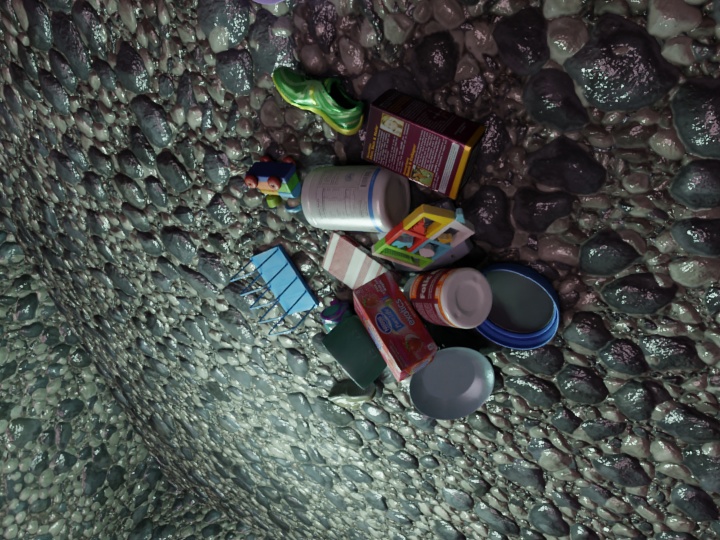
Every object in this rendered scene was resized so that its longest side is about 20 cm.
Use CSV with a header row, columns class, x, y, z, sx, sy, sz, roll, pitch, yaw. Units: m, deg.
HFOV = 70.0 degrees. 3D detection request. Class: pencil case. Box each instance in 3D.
class,x,y,z,sx,sy,sz,roll,pitch,yaw
pencil case,-0.031,0.181,1.368,0.084,0.093,0.203,-21,112,9

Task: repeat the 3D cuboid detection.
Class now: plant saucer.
class,x,y,z,sx,sy,sz,roll,pitch,yaw
plant saucer,0.204,0.249,1.168,0.196,0.039,0.205,-2,116,-5

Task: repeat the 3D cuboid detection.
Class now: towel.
class,x,y,z,sx,sy,sz,roll,pitch,yaw
towel,0.000,0.000,1.247,0.198,0.023,0.145,35,139,10

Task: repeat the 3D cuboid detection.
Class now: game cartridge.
class,x,y,z,sx,sy,sz,roll,pitch,yaw
game cartridge,0.133,-0.066,1.084,0.197,0.041,0.135,-13,112,42

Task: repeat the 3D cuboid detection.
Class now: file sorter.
class,x,y,z,sx,sy,sz,roll,pitch,yaw
file sorter,-0.236,0.060,1.395,0.137,0.123,0.202,-15,114,43

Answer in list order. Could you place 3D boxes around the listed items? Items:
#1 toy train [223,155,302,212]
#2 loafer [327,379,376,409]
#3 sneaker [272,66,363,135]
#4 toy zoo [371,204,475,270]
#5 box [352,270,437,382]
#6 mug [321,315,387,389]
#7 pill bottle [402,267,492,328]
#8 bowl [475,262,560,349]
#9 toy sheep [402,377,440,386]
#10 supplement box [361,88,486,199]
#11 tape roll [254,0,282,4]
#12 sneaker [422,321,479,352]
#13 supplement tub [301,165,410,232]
class,x,y,z,sx,sy,sz,roll,pitch,yaw
toy train,-0.225,-0.200,1.214,0.196,0.085,0.117,9,142,31
loafer,-0.015,0.368,1.528,0.070,0.076,0.198,44,144,-21
sneaker,-0.075,-0.343,0.989,0.197,0.075,0.084,30,139,0
toy zoo,0.128,-0.066,0.993,0.129,0.021,0.199,16,146,-28
box,0.070,0.119,1.091,0.202,0.094,0.100,58,168,22
mug,-0.010,0.172,1.208,0.185,0.114,0.152,44,175,41
pill bottle,0.169,0.054,1.054,0.115,0.114,0.199,52,162,-12
bowl,0.312,0.072,1.061,0.197,0.039,0.204,20,133,22
toy sheep,0.129,0.216,1.244,0.136,0.139,0.201,-16,120,42
supplement box,0.110,-0.230,0.929,0.197,0.086,0.112,27,136,15
tape roll,-0.157,-0.569,0.869,0.197,0.066,0.203,20,134,22
sneaker,0.188,0.163,1.189,0.199,0.091,0.076,38,136,2
supplement tub,-0.008,-0.147,1.051,0.196,0.132,0.134,6,128,34
